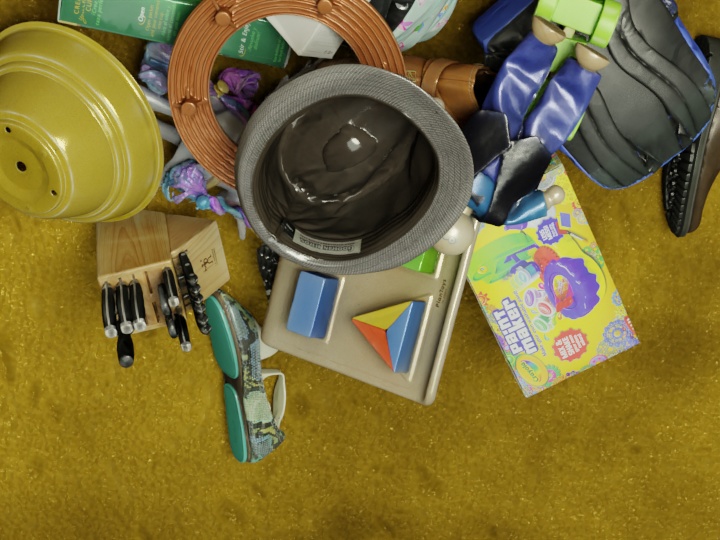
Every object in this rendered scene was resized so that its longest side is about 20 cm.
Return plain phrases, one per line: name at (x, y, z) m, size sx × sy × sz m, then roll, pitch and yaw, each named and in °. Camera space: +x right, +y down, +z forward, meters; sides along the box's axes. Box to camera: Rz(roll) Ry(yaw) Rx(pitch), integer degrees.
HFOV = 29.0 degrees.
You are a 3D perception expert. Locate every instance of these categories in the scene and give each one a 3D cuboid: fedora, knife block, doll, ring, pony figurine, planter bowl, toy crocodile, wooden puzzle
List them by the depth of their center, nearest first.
fedora at (-0.004, -0.092, 1.100) m, size 0.176 × 0.091 × 0.200 m, roll 37°, pitch 122°, yaw -16°
doll at (0.112, -0.101, 1.115) m, size 0.135 × 0.048 × 0.201 m, roll 30°, pitch 106°, yaw -1°
ring at (-0.060, -0.144, 1.135) m, size 0.197 × 0.019 × 0.203 m, roll 0°, pitch 120°, yaw 0°
toy crocodile at (0.163, -0.174, 1.144) m, size 0.067 × 0.062 × 0.202 m, roll 20°, pitch 109°, yaw 2°
wooden puzzle at (0.000, 0.000, 1.209) m, size 0.046 × 0.198 × 0.188 m, roll 5°, pitch 101°, yaw -56°
planter bowl at (-0.279, -0.109, 1.230) m, size 0.198 × 0.084 × 0.202 m, roll 15°, pitch 129°, yaw 20°
knife block at (-0.210, 0.015, 1.262) m, size 0.198 × 0.175 × 0.065 m, roll 10°, pitch 123°, yaw 34°
pony figurine at (-0.125, -0.128, 1.269) m, size 0.199 × 0.167 × 0.193 m, roll 33°, pitch 128°, yaw -15°

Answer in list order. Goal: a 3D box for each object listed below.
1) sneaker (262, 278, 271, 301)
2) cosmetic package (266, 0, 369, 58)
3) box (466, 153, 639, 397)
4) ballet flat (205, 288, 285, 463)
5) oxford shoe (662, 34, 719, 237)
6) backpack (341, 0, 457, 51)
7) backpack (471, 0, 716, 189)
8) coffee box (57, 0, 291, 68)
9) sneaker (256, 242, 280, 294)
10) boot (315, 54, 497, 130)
sneaker at (-0.008, -0.005, 1.360) m, size 0.198 × 0.076 × 0.116 m, roll -17°, pitch 117°, yaw 15°
cosmetic package at (-0.073, -0.274, 1.170) m, size 0.050 × 0.200 × 0.083 m, roll -6°, pitch 140°, yaw -52°
box at (0.150, -0.028, 1.315) m, size 0.121 × 0.193 × 0.201 m, roll -25°, pitch 117°, yaw 6°
ballet flat at (-0.112, 0.100, 1.425) m, size 0.073 × 0.074 × 0.202 m, roll -7°, pitch 119°, yaw -4°
oxford shoe at (0.349, -0.123, 1.361) m, size 0.083 × 0.073 × 0.202 m, roll 6°, pitch 115°, yaw -12°
backpack at (0.032, -0.282, 1.196) m, size 0.126 × 0.166 × 0.202 m, roll -9°, pitch 130°, yaw -54°
backpack at (0.220, -0.192, 1.252) m, size 0.162 × 0.168 × 0.200 m, roll -38°, pitch 107°, yaw 18°
coffee box at (-0.160, -0.235, 1.215) m, size 0.197 × 0.123 × 0.044 m, roll 10°, pitch 118°, yaw -13°
sneaker at (-0.001, -0.003, 1.306) m, size 0.198 × 0.093 × 0.071 m, roll 8°, pitch 118°, yaw 32°
boot at (0.067, -0.148, 1.235) m, size 0.153 × 0.200 × 0.078 m, roll 4°, pitch 78°, yaw 27°
